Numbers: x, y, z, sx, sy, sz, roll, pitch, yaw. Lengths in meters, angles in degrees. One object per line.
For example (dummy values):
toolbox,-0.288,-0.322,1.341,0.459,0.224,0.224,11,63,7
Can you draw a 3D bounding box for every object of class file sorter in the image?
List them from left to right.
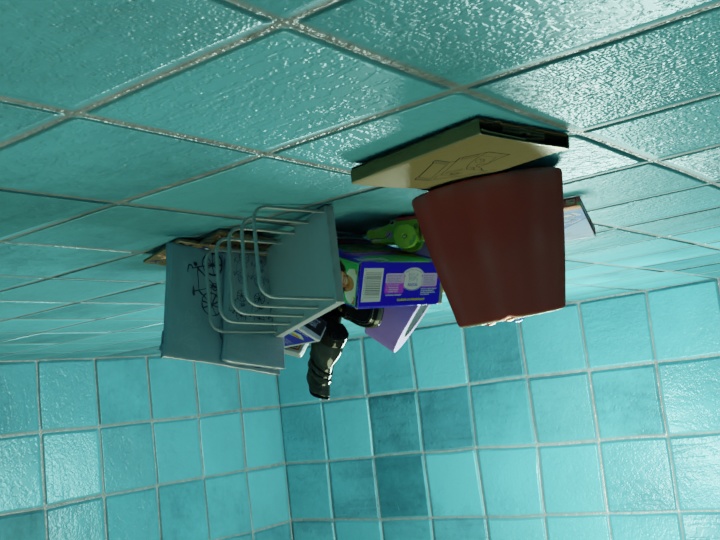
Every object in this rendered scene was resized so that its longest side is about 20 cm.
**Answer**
file sorter,-0.129,0.003,1.353,0.124,0.140,0.200,3,162,-30

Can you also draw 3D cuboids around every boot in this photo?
boot,-0.073,0.132,1.678,0.067,0.131,0.200,12,-159,-12
boot,-0.069,0.043,1.609,0.153,0.074,0.203,4,-164,-37

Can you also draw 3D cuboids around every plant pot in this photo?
plant pot,0.179,-0.026,1.240,0.199,0.179,0.200,-11,177,-1

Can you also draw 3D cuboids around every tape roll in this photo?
tape roll,0.088,0.044,1.685,0.065,0.201,0.200,33,178,10

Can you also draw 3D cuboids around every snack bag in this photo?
snack bag,-0.202,0.052,1.423,0.199,0.190,0.021,13,153,-31

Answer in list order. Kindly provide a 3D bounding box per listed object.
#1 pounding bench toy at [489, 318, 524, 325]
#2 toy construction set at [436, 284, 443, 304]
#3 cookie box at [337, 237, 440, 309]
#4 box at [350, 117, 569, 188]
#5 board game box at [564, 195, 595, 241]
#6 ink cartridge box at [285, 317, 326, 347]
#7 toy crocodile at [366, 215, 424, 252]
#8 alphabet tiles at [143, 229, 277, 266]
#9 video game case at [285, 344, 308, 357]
pounding bench toy,0.237,0.020,1.774,0.123,0.157,0.200,-10,171,24
toy construction set,0.198,-0.007,1.547,0.198,0.093,0.131,-7,149,-4
cookie box,0.000,0.000,1.502,0.170,0.076,0.199,-1,-168,-39
box,0.112,-0.128,1.093,0.163,0.021,0.199,0,169,-43
board game box,0.265,-0.069,1.532,0.199,0.020,0.103,-10,151,24
ink cartridge box,-0.183,0.065,1.608,0.197,0.047,0.200,34,157,-22
toy crocodile,0.107,-0.063,1.458,0.199,0.062,0.067,-4,174,18
alphabet tiles,-0.224,-0.028,1.503,0.166,0.008,0.200,9,160,-35
video game case,-0.170,0.080,1.778,0.199,0.143,0.018,13,142,20
